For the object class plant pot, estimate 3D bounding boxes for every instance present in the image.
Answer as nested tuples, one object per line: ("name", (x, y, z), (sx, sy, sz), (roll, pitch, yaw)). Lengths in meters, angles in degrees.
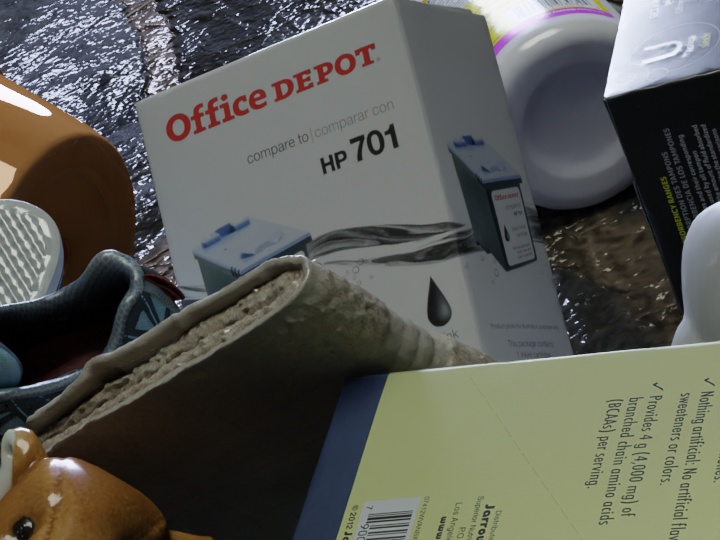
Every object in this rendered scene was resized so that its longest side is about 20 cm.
("plant pot", (-0.212, -0.022, 1.446), (0.140, 0.200, 0.200), (16, 43, 26))

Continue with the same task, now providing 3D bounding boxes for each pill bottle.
("pill bottle", (0.087, -0.115, 1.465), (0.104, 0.104, 0.200), (-24, 27, -3))

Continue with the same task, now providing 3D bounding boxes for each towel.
("towel", (-0.036, 0.061, 1.076), (0.200, 0.132, 0.035), (-30, 45, 40))

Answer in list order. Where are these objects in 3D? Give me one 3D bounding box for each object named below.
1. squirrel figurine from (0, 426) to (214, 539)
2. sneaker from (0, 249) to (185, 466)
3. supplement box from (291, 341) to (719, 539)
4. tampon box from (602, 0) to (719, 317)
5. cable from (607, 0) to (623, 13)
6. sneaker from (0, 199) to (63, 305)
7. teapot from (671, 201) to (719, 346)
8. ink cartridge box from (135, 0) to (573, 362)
("squirrel figurine", (-0.138, 0.153, 1.068), (0.187, 0.141, 0.200), (-62, -3, 8))
("sneaker", (-0.163, 0.054, 1.138), (0.200, 0.096, 0.079), (-31, 52, -15))
("supplement box", (0.084, 0.143, 0.940), (0.199, 0.134, 0.200), (-6, 45, 27))
("tampon box", (0.231, -0.085, 1.284), (0.200, 0.126, 0.150), (-12, 29, 20))
("cable", (0.214, -0.189, 1.544), (0.200, 0.069, 0.200), (-30, 28, -16))
("sneaker", (-0.186, 0.068, 1.235), (0.078, 0.079, 0.200), (21, 58, 9))
("teapot", (0.227, 0.035, 1.069), (0.197, 0.146, 0.200), (-2, -11, -41))
("ink cartridge box", (0.000, 0.000, 1.192), (0.146, 0.200, 0.086), (-20, -11, 30))
